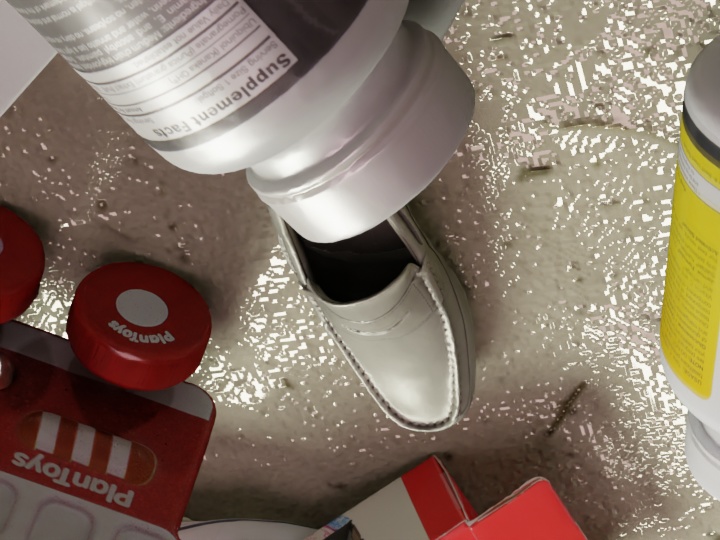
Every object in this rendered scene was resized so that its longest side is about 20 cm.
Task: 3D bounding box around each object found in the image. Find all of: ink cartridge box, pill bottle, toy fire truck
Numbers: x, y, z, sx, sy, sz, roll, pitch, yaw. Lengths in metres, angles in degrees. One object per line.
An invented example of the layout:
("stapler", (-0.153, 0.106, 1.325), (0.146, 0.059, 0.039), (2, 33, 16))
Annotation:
("ink cartridge box", (0.023, 0.177, 0.999), (0.200, 0.067, 0.116), (-33, 118, 2))
("pill bottle", (-0.053, -0.103, 0.663), (0.111, 0.111, 0.200), (-28, 121, 28))
("pill bottle", (0.182, 0.003, 0.833), (0.112, 0.112, 0.200), (5, 128, 7))
("toy fire truck", (-0.164, 0.071, 0.916), (0.199, 0.168, 0.112), (20, 128, -5))

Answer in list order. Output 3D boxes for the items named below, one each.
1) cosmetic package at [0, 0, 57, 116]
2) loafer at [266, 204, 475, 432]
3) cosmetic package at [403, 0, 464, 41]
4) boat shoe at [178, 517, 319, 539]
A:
("cosmetic package", (-0.120, -0.156, 0.730), (0.200, 0.081, 0.113), (-46, 111, -1))
("loafer", (0.000, 0.000, 0.892), (0.070, 0.070, 0.200), (-14, 123, 20))
("cosmetic package", (0.010, -0.143, 0.760), (0.090, 0.107, 0.200), (22, 126, -7))
("boat shoe", (-0.100, 0.150, 1.030), (0.199, 0.067, 0.074), (-1, 117, -15))
